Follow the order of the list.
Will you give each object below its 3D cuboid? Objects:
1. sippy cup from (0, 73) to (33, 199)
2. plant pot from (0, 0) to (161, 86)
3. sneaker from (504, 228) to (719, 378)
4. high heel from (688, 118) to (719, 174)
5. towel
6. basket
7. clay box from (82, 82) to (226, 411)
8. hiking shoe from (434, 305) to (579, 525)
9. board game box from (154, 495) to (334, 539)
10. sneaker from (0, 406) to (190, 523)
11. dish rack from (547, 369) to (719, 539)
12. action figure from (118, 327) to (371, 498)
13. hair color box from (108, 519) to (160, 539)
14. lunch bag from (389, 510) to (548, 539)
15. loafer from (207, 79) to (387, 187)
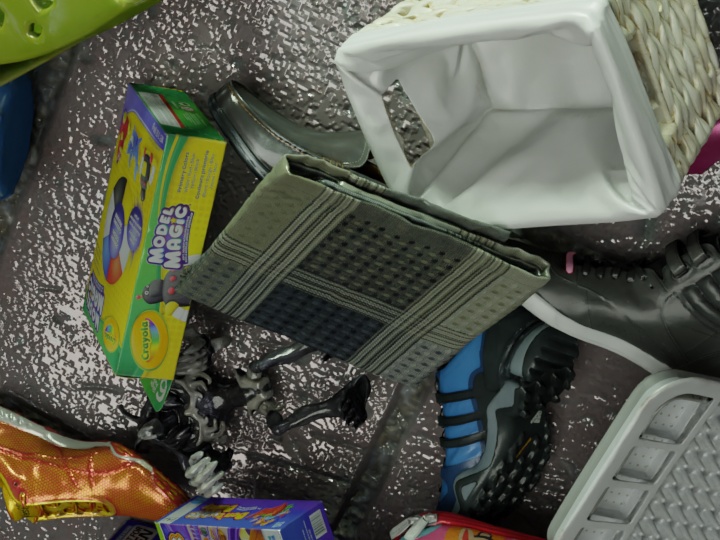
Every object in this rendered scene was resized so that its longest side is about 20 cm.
[{"bbox_3d":[-0.302,-0.106,1.299,0.129,0.141,0.178,9,150,4],"label":"sippy cup"},{"bbox_3d":[-0.217,-0.233,1.188,0.181,0.199,0.201,-30,98,31],"label":"plant pot"},{"bbox_3d":[0.181,0.003,1.210,0.199,0.071,0.100,27,113,1],"label":"sneaker"},{"bbox_3d":[0.266,-0.064,1.157,0.198,0.067,0.097,-15,93,9],"label":"high heel"},{"bbox_3d":[0.000,0.000,1.176,0.191,0.035,0.200,23,148,-17],"label":"towel"},{"bbox_3d":[0.108,-0.113,1.120,0.199,0.123,0.136,-1,122,43],"label":"basket"},{"bbox_3d":[-0.147,-0.015,1.272,0.047,0.115,0.202,7,109,-23],"label":"clay box"},{"bbox_3d":[0.087,0.100,1.283,0.087,0.074,0.201,42,127,33],"label":"hiking shoe"},{"bbox_3d":[-0.057,0.259,1.292,0.134,0.045,0.201,-5,107,46],"label":"board game box"},{"bbox_3d":[-0.219,0.162,1.381,0.198,0.078,0.073,12,151,20],"label":"sneaker"},{"bbox_3d":[0.221,0.138,1.207,0.199,0.044,0.172,13,117,-30],"label":"dish rack"},{"bbox_3d":[-0.100,0.093,1.312,0.199,0.102,0.120,-19,89,22],"label":"action figure"},{"bbox_3d":[-0.101,0.269,1.396,0.198,0.065,0.110,12,112,12],"label":"hair color box"},{"bbox_3d":[0.105,0.243,1.272,0.198,0.082,0.177,15,134,-3],"label":"lunch bag"},{"bbox_3d":[-0.013,-0.069,1.249,0.200,0.073,0.072,38,107,-8],"label":"loafer"}]
